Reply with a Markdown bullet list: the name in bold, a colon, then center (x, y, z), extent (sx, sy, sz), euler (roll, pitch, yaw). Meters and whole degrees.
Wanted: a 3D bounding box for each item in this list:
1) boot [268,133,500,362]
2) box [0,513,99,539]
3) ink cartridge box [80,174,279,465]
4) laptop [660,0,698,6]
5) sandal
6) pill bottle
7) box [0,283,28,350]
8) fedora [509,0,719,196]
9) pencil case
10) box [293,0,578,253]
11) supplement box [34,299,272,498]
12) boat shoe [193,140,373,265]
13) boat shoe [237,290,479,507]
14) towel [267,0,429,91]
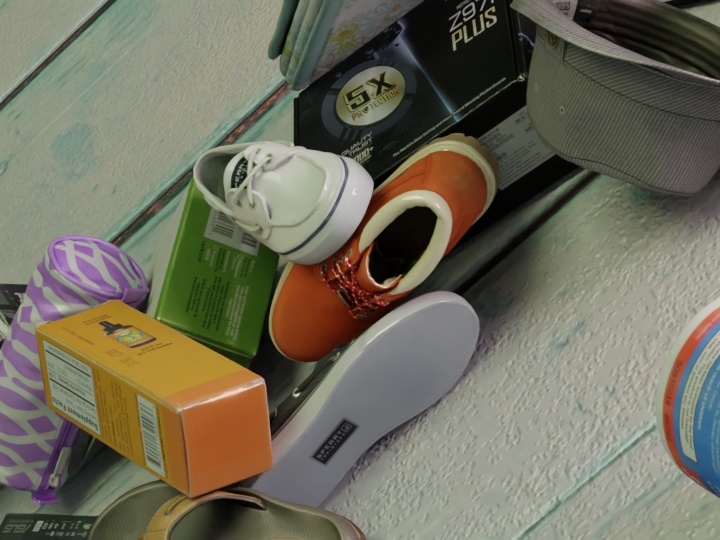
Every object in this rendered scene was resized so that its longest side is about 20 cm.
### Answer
- **boot**: center (0.000, 0.000, 1.403), extent (0.200, 0.075, 0.107), euler (-46, 5, 28)
- **box**: center (-0.204, 0.244, 1.484), extent (0.200, 0.051, 0.158), euler (-7, 49, 47)
- **ink cartridge box**: center (-0.129, 0.046, 1.596), extent (0.200, 0.076, 0.148), euler (122, 164, -48)
- **laptop**: center (0.256, -0.294, 1.433), extent (0.187, 0.116, 0.200), euler (-8, 49, 49)
- **sandal**: center (-0.091, 0.172, 1.360), extent (0.200, 0.055, 0.082), euler (6, 82, 31)
- **pill bottle**: center (0.236, 0.085, 1.036), extent (0.112, 0.112, 0.200), euler (-51, 30, -3)
- **box**: center (-0.310, 0.087, 1.702), extent (0.200, 0.158, 0.050), euler (-39, 76, 16)
- **fedora**: center (0.169, -0.104, 1.324), extent (0.200, 0.177, 0.090), euler (40, 119, 46)
- **pencil case**: center (-0.220, 0.072, 1.589), extent (0.086, 0.084, 0.200), euler (46, 124, 39)
- **box**: center (0.054, -0.101, 1.505), extent (0.200, 0.086, 0.164), euler (-34, 33, 24)
- **supplement box**: center (-0.137, 0.079, 1.426), extent (0.066, 0.069, 0.200), euler (-18, 26, -30)
- **boat shoe**: center (-0.060, -0.048, 1.432), extent (0.200, 0.067, 0.074), euler (0, 65, 66)
- **boat shoe**: center (-0.007, 0.080, 1.408), extent (0.200, 0.070, 0.066), euler (-49, 31, 14)
- **towel**: center (0.028, -0.207, 1.539), extent (0.171, 0.048, 0.200), euler (-23, -16, -21)
